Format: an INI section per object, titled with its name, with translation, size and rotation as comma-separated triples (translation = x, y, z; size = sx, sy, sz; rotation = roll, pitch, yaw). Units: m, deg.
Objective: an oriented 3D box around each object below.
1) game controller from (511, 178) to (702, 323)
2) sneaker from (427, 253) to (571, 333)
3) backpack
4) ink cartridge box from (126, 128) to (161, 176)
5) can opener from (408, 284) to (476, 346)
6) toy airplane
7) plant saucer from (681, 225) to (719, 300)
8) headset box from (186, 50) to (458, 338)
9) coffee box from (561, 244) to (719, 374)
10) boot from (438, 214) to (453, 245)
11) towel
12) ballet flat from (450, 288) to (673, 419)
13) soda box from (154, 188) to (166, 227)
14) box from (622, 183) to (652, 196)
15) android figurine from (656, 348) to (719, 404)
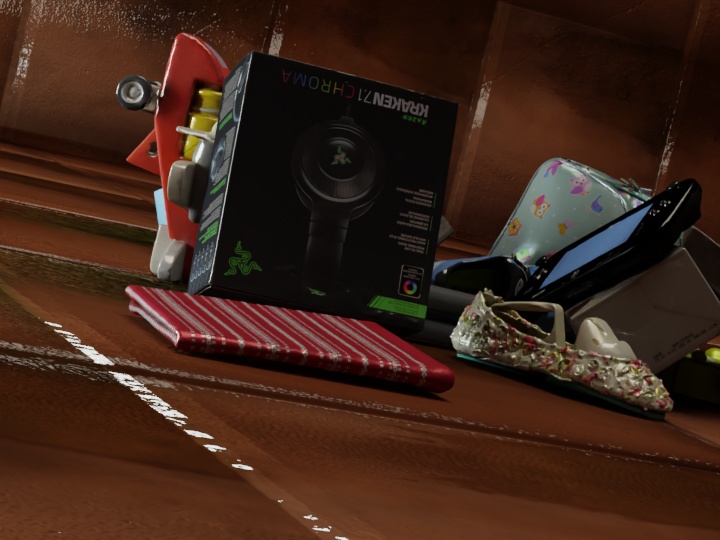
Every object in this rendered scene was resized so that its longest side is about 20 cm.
[game controller]
translation = 0.205, -0.014, 1.506
size = 0.200, 0.042, 0.104
rotation = -33, 2, 45
[sneaker]
translation = 0.138, 0.027, 1.638
size = 0.200, 0.079, 0.089
rotation = 3, -6, -26
[backpack]
translation = 0.238, -0.008, 1.780
size = 0.200, 0.176, 0.153
rotation = 29, -4, 26
[ink cartridge box]
translation = -0.137, -0.077, 1.819
size = 0.200, 0.050, 0.109
rotation = 25, -33, -20
[can opener]
translation = 0.031, 0.028, 1.504
size = 0.200, 0.053, 0.066
rotation = 12, 3, -19
[toy airplane]
translation = -0.123, -0.080, 1.519
size = 0.141, 0.199, 0.200
rotation = -8, 45, 7
[plant saucer]
translation = 0.350, 0.038, 1.554
size = 0.200, 0.034, 0.200
rotation = 42, 6, -5
[headset box]
translation = -0.032, -0.046, 1.374
size = 0.174, 0.200, 0.093
rotation = 13, -12, -15
[coffee box]
translation = 0.240, 0.036, 1.530
size = 0.080, 0.113, 0.200
rotation = 58, 3, -1
[boot]
translation = -0.014, -0.070, 1.602
size = 0.069, 0.174, 0.200
rotation = -29, 5, 42
[towel]
translation = -0.049, 0.048, 1.200
size = 0.200, 0.023, 0.145
rotation = 10, 7, -24
[ballet flat]
translation = 0.159, 0.061, 1.400
size = 0.200, 0.064, 0.076
rotation = 17, 4, 32
[soda box]
translation = -0.103, -0.067, 1.697
size = 0.200, 0.068, 0.064
rotation = -17, -15, 36
[box]
translation = 0.239, -0.027, 1.944
size = 0.122, 0.200, 0.048
rotation = 12, 34, 0
[android figurine]
translation = 0.349, 0.103, 1.628
size = 0.200, 0.041, 0.182
rotation = 16, 5, 5
